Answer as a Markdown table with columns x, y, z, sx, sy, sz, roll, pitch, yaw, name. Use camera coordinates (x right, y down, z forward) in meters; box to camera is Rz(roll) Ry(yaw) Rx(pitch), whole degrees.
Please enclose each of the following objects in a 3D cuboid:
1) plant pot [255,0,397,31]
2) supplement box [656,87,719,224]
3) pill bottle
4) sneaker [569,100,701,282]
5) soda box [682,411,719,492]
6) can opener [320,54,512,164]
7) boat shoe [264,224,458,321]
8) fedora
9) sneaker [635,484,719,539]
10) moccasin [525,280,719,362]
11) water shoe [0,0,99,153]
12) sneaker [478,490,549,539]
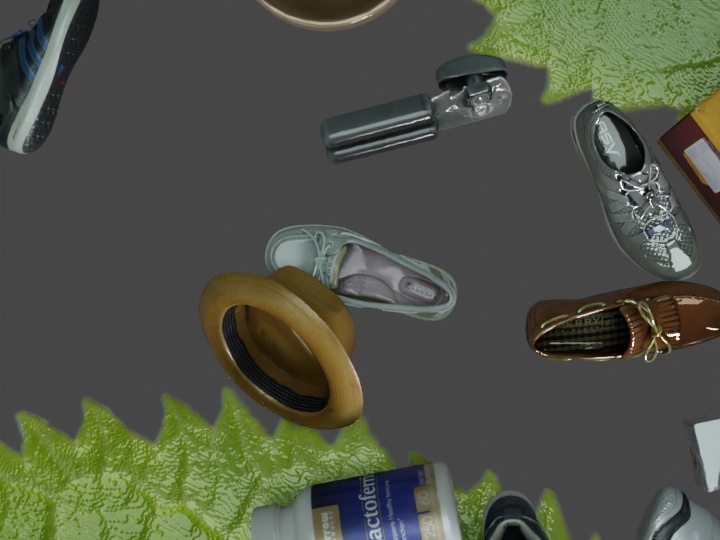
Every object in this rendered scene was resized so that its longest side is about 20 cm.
| x | y | z | sx | sy | sz | roll | pitch | yaw | name |
| --- | --- | --- | --- | --- | --- | --- | --- | --- | --- |
| -0.030 | -0.333 | 1.340 | 0.197 | 0.093 | 0.204 | 0 | 88 | 4 | plant pot |
| 0.401 | -0.097 | 1.254 | 0.132 | 0.200 | 0.198 | -37 | 86 | 1 | supplement box |
| -0.001 | 0.259 | 1.307 | 0.197 | 0.116 | 0.118 | -12 | 87 | 3 | pill bottle |
| 0.267 | -0.076 | 1.320 | 0.074 | 0.082 | 0.201 | -33 | 87 | 2 | sneaker |
| 0.420 | 0.159 | 1.312 | 0.197 | 0.063 | 0.069 | -13 | 87 | 3 | soda box |
| 0.055 | -0.165 | 1.360 | 0.197 | 0.054 | 0.068 | -14 | 55 | 3 | can opener |
| 0.000 | 0.002 | 1.340 | 0.199 | 0.065 | 0.075 | 19 | 89 | 4 | boat shoe |
| -0.064 | 0.063 | 1.312 | 0.199 | 0.201 | 0.082 | 35 | 53 | 4 | fedora |
| 0.308 | 0.321 | 1.307 | 0.114 | 0.075 | 0.202 | 21 | 86 | 6 | sneaker |
| 0.261 | 0.053 | 1.310 | 0.198 | 0.078 | 0.075 | 0 | 112 | 3 | moccasin |
| -0.331 | -0.222 | 1.364 | 0.078 | 0.071 | 0.202 | 22 | 89 | 6 | water shoe |
| 0.151 | 0.323 | 1.283 | 0.076 | 0.146 | 0.206 | -8 | 89 | 1 | sneaker |
